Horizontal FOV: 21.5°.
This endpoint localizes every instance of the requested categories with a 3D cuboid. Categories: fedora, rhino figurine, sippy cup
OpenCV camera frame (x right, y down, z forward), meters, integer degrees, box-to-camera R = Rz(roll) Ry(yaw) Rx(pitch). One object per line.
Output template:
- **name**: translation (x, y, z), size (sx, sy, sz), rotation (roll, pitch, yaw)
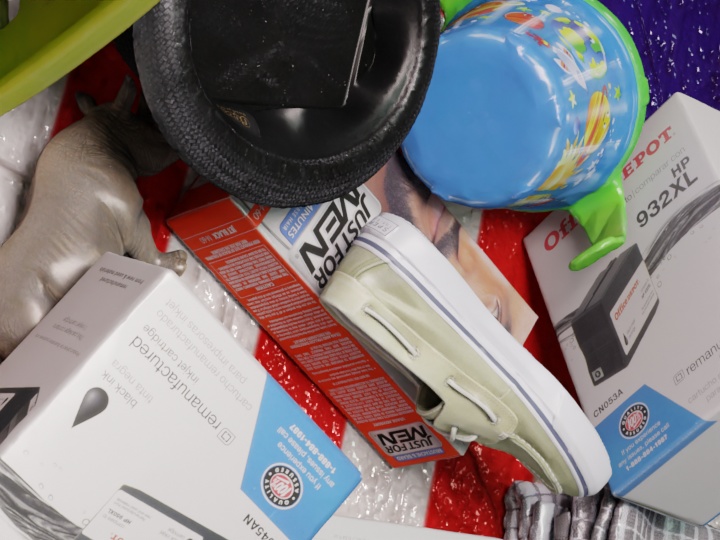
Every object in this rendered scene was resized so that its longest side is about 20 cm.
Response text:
- **fedora**: translation (-0.053, -0.126, 0.945), size (0.200, 0.091, 0.202), rotation (-14, 110, -44)
- **rhino figurine**: translation (-0.131, -0.022, 0.939), size (0.087, 0.060, 0.201), rotation (38, 55, -30)
- **sippy cup**: translation (0.082, -0.091, 1.062), size (0.130, 0.177, 0.140), rotation (-30, 141, -67)

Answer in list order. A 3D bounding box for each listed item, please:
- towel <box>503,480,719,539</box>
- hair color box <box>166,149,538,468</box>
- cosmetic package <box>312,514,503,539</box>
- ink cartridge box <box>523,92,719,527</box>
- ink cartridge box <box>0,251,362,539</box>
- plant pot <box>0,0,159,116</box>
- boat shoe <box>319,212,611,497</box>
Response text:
- **towel**: translation (0.163, 0.229, 1.113), size (0.165, 0.085, 0.201), rotation (22, 65, -36)
- **hair color box**: translation (0.000, 0.000, 1.044), size (0.200, 0.064, 0.111), rotation (49, 52, -23)
- **cosmetic package**: translation (-0.010, 0.208, 0.990), size (0.199, 0.052, 0.152), rotation (15, 68, -38)
- **ink cartridge box**: translation (0.192, 0.021, 1.101), size (0.083, 0.145, 0.201), rotation (21, 38, -35)
- **ink cartridge box**: translation (-0.120, 0.115, 0.851), size (0.200, 0.084, 0.145), rotation (-49, 115, -15)
- **plant pot**: translation (-0.194, -0.208, 0.846), size (0.199, 0.199, 0.183), rotation (23, 58, -34)
- **boat shoe**: translation (0.054, 0.057, 1.003), size (0.062, 0.072, 0.200), rotation (-46, 108, -10)
